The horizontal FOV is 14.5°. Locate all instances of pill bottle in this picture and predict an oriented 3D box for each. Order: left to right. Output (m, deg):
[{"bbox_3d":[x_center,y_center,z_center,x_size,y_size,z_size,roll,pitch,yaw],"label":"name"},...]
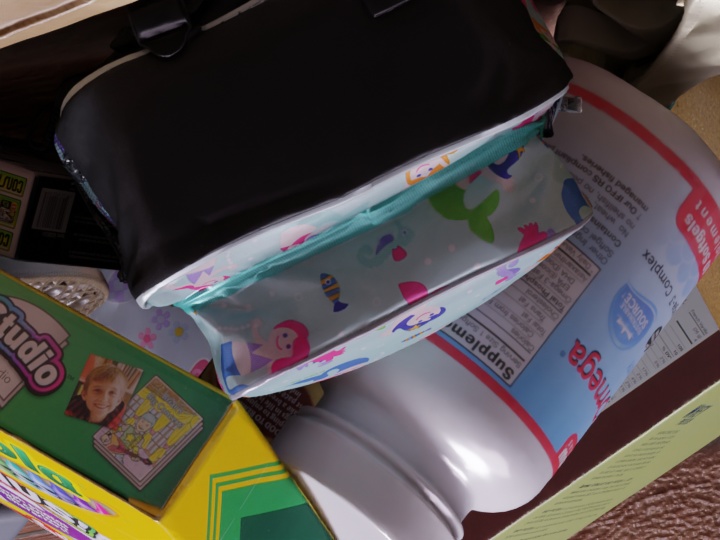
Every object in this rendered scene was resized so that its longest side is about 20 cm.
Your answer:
[{"bbox_3d":[0.053,0.022,1.115,0.200,0.109,0.109,-52,180,-14],"label":"pill bottle"}]

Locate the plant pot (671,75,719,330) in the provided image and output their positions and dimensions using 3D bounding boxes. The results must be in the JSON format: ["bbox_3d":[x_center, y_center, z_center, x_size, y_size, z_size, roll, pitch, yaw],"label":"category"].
[{"bbox_3d":[0.216,-0.025,1.248,0.185,0.201,0.186,-12,172,-2],"label":"plant pot"}]

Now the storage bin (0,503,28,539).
[{"bbox_3d":[-0.236,0.068,1.311,0.145,0.201,0.134,-5,158,-33],"label":"storage bin"}]

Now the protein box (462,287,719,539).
[{"bbox_3d":[0.124,0.044,1.529,0.200,0.135,0.198,-36,167,16],"label":"protein box"}]

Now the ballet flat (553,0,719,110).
[{"bbox_3d":[0.114,-0.100,1.137,0.069,0.070,0.200,-7,168,-24],"label":"ballet flat"}]

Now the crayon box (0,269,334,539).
[{"bbox_3d":[-0.119,0.058,1.083,0.199,0.058,0.173,27,165,23],"label":"crayon box"}]

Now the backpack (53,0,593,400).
[{"bbox_3d":[-0.011,-0.043,1.006,0.177,0.151,0.200,-25,-174,-2],"label":"backpack"}]

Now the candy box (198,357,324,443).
[{"bbox_3d":[0.000,0.000,1.216,0.200,0.055,0.115,-53,177,-13],"label":"candy box"}]

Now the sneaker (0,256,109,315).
[{"bbox_3d":[-0.179,-0.013,1.228,0.070,0.076,0.200,-33,163,18],"label":"sneaker"}]

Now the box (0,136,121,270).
[{"bbox_3d":[-0.125,-0.029,1.162,0.110,0.035,0.200,17,-175,27],"label":"box"}]

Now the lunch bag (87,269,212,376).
[{"bbox_3d":[-0.020,0.025,1.342,0.199,0.171,0.127,-14,169,12],"label":"lunch bag"}]

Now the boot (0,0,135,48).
[{"bbox_3d":[-0.141,-0.077,0.916,0.199,0.067,0.175,-17,169,24],"label":"boot"}]

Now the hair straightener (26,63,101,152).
[{"bbox_3d":[-0.037,-0.070,1.152,0.199,0.041,0.077,-11,170,-1],"label":"hair straightener"}]
